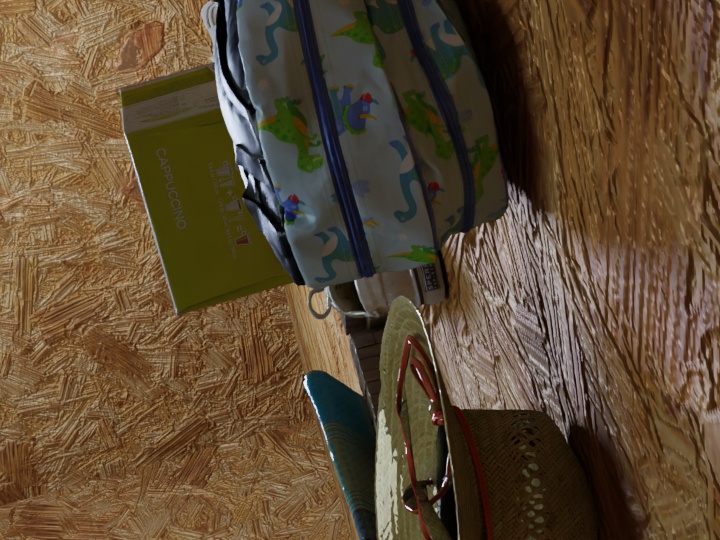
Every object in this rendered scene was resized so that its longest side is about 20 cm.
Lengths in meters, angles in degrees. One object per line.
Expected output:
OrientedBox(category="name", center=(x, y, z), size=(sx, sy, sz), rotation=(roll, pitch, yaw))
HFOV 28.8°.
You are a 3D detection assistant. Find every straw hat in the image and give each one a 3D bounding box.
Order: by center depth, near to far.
OrientedBox(category="straw hat", center=(0.063, 0.111, 0.651), size=(0.201, 0.084, 0.203), rotation=(177, 90, -80))

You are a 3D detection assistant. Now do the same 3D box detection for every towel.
OrientedBox(category="towel", center=(0.026, 0.173, 1.134), size=(0.146, 0.022, 0.200), rotation=(34, -160, -33))

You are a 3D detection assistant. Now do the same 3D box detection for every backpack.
OrientedBox(category="backpack", center=(-0.006, -0.083, 0.647), size=(0.201, 0.152, 0.164), rotation=(-75, -20, -54))

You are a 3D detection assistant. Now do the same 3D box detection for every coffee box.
OrientedBox(category="coffee box", center=(-0.129, -0.101, 1.460), size=(0.198, 0.199, 0.201), rotation=(-118, 14, -67))

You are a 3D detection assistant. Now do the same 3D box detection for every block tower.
OrientedBox(category="block tower", center=(0.016, 0.048, 1.139), size=(0.054, 0.057, 0.201), rotation=(88, 168, -67))

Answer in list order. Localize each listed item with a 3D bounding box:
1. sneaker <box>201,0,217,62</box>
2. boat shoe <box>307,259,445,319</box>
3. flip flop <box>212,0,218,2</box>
OrientedBox(category="sneaker", center=(-0.214, -0.369, 2.395), size=(0.081, 0.076, 0.201), rotation=(59, -163, -66))
OrientedBox(category="boat shoe", center=(0.001, 0.005, 0.993), size=(0.202, 0.085, 0.075), rotation=(-143, 38, -81))
OrientedBox(category="flip flop", center=(-0.172, -0.375, 1.800), size=(0.081, 0.057, 0.201), rotation=(-53, 35, 35))
